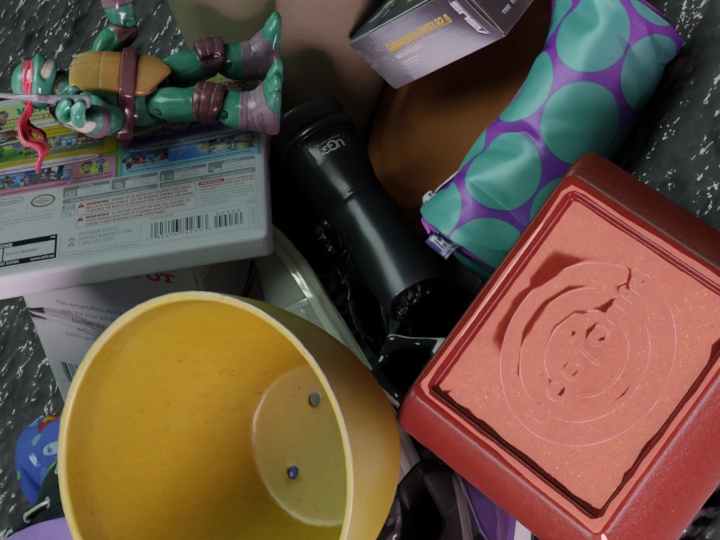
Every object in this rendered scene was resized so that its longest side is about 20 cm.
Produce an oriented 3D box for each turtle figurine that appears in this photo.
[{"bbox_3d":[-0.150,-0.129,1.418,0.101,0.199,0.150,101,169,-55],"label":"turtle figurine"}]

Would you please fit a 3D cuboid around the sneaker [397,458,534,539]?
[{"bbox_3d":[0.043,0.205,1.270,0.076,0.087,0.201,-28,45,39],"label":"sneaker"}]

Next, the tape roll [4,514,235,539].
[{"bbox_3d":[-0.143,0.235,1.395,0.200,0.199,0.085,-31,44,37],"label":"tape roll"}]

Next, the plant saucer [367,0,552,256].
[{"bbox_3d":[0.070,-0.107,1.513,0.200,0.037,0.201,-33,42,35],"label":"plant saucer"}]

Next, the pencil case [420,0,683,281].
[{"bbox_3d":[0.116,-0.087,1.388,0.092,0.085,0.201,33,93,15],"label":"pencil case"}]

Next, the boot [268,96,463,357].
[{"bbox_3d":[0.000,0.000,1.474,0.076,0.200,0.169,-24,66,-13],"label":"boot"}]

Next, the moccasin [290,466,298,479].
[{"bbox_3d":[-0.081,0.179,1.465,0.200,0.080,0.068,-49,39,19],"label":"moccasin"}]

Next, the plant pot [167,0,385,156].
[{"bbox_3d":[-0.051,-0.180,1.559,0.186,0.201,0.188,-6,29,4],"label":"plant pot"}]

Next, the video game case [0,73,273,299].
[{"bbox_3d":[-0.157,-0.060,1.436,0.199,0.022,0.183,-10,43,4],"label":"video game case"}]

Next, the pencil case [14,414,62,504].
[{"bbox_3d":[-0.147,0.121,1.483,0.199,0.078,0.087,-20,78,41],"label":"pencil case"}]

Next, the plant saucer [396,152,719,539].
[{"bbox_3d":[0.131,0.049,1.244,0.200,0.037,0.200,37,91,39],"label":"plant saucer"}]

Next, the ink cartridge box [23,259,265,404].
[{"bbox_3d":[-0.143,0.022,1.507,0.144,0.201,0.084,9,48,21],"label":"ink cartridge box"}]

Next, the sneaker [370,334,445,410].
[{"bbox_3d":[0.078,0.084,1.323,0.200,0.080,0.074,10,71,53],"label":"sneaker"}]

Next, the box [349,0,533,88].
[{"bbox_3d":[0.096,-0.220,1.462,0.200,0.048,0.158,-52,15,-22],"label":"box"}]

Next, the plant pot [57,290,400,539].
[{"bbox_3d":[-0.055,0.109,1.292,0.199,0.142,0.201,1,93,30],"label":"plant pot"}]

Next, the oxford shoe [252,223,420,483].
[{"bbox_3d":[-0.031,0.055,1.414,0.058,0.201,0.075,-29,-9,-5],"label":"oxford shoe"}]

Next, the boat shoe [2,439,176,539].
[{"bbox_3d":[-0.179,0.147,1.416,0.060,0.075,0.200,57,133,18],"label":"boat shoe"}]
